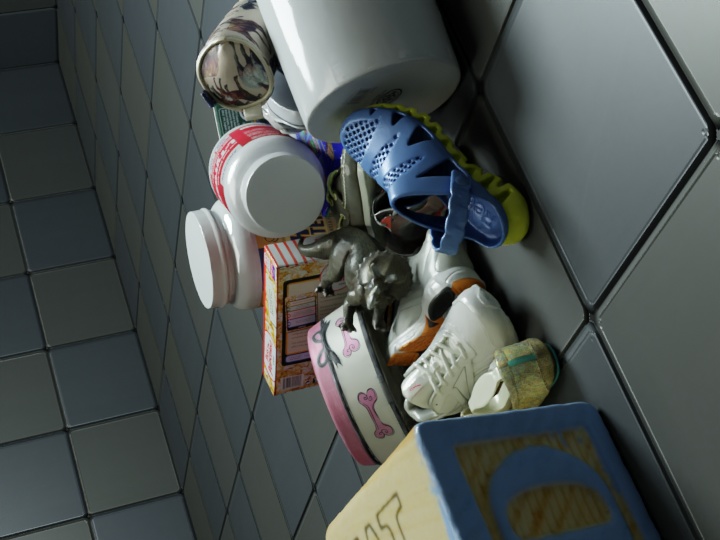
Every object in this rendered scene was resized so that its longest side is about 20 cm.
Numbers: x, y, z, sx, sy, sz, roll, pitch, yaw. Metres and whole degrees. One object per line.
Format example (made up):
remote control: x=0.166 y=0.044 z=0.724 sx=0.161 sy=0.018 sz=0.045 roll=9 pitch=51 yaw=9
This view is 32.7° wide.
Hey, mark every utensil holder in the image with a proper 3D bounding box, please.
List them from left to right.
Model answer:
utensil holder: x=-0.009 y=-0.247 z=1.184 sx=0.170 sy=0.170 sz=0.200 roll=123 pitch=129 yaw=-64

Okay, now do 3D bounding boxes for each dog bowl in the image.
dog bowl: x=0.006 y=0.129 z=1.375 sx=0.200 sy=0.074 sz=0.200 roll=-23 pitch=-90 yaw=-84

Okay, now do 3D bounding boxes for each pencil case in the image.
pencil case: x=-0.110 y=-0.231 z=1.271 sx=0.200 sy=0.078 sz=0.089 roll=-74 pitch=-21 yaw=-60

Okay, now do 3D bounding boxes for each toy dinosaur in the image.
toy dinosaur: x=0.000 y=0.000 z=1.275 sx=0.200 sy=0.077 sz=0.102 roll=54 pitch=131 yaw=53

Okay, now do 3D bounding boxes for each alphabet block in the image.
alphabet block: x=0.113 y=0.248 z=1.025 sx=0.200 sy=0.195 sz=0.196 roll=-55 pitch=46 yaw=45

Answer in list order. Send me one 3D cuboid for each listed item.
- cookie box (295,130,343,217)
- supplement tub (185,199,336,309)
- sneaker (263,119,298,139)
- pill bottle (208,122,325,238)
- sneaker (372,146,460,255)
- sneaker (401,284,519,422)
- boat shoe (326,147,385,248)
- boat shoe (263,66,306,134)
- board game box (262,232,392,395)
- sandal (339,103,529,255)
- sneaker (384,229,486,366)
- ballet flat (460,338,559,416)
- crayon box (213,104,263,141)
cookie box: x=-0.014 y=-0.181 z=1.368 sx=0.200 sy=0.075 sz=0.171 roll=116 pitch=139 yaw=-61
supplement tub: x=-0.106 y=-0.031 z=1.528 sx=0.144 sy=0.200 sz=0.144 roll=168 pitch=90 yaw=-71
sneaker: x=-0.092 y=-0.187 z=1.554 sx=0.200 sy=0.075 sz=0.115 roll=-155 pitch=54 yaw=-84
pill bottle: x=-0.101 y=-0.099 z=1.358 sx=0.200 sy=0.112 sz=0.112 roll=-139 pitch=41 yaw=-71
sneaker: x=0.043 y=-0.070 z=1.260 sx=0.200 sy=0.082 sz=0.077 roll=121 pitch=134 yaw=-63
sneaker: x=0.089 y=0.094 z=1.190 sx=0.078 sy=0.099 sz=0.200 roll=50 pitch=152 yaw=27
boat shoe: x=-0.006 y=-0.075 z=1.308 sx=0.202 sy=0.060 sz=0.072 roll=76 pitch=-155 yaw=-67
boat shoe: x=-0.071 y=-0.181 z=1.328 sx=0.200 sy=0.074 sz=0.065 roll=-118 pitch=19 yaw=-62
board game box: x=-0.037 y=0.048 z=1.457 sx=0.046 sy=0.151 sz=0.200 roll=-123 pitch=29 yaw=-46
sandal: x=0.055 y=-0.081 z=1.109 sx=0.200 sy=0.087 sz=0.080 roll=36 pitch=138 yaw=23
sneaker: x=0.072 y=0.029 z=1.276 sx=0.200 sy=0.076 sz=0.092 roll=121 pitch=142 yaw=-52
ballet flat: x=0.129 y=0.132 z=1.160 sx=0.200 sy=0.071 sz=0.071 roll=105 pitch=148 yaw=-53
crayon box: x=-0.154 y=-0.193 z=1.605 sx=0.200 sy=0.052 sz=0.126 roll=-101 pitch=1 yaw=-78
